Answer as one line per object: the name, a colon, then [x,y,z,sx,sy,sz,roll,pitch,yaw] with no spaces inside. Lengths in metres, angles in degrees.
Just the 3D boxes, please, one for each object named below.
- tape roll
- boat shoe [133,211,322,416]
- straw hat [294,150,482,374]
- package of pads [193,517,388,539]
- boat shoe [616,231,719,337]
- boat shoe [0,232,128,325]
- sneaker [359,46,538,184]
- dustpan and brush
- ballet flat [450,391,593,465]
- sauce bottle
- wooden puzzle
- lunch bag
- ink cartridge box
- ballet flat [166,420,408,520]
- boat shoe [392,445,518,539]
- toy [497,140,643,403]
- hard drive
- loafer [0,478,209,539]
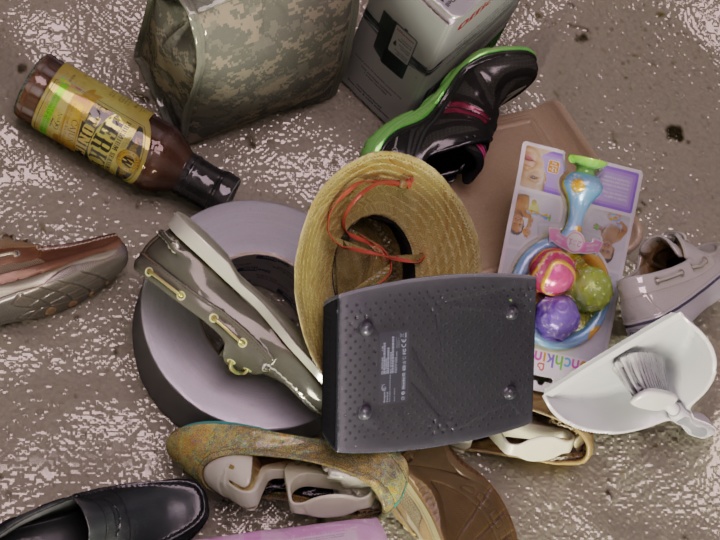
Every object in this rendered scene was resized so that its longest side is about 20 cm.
tape roll: [-0.088,0.046,1.701,0.198,0.066,0.202,5,67,-12]
boat shoe: [-0.094,0.044,1.629,0.060,0.072,0.202,-44,94,3]
straw hat: [0.000,0.000,1.650,0.200,0.085,0.203,-6,100,-37]
package of pads: [-0.078,0.248,1.586,0.198,0.121,0.076,-6,69,-16]
boat shoe: [0.270,-0.001,1.764,0.200,0.070,0.070,-31,103,-54]
boat shoe: [-0.286,0.002,1.667,0.198,0.076,0.072,-18,71,-22]
sneaker: [0.087,-0.119,1.778,0.084,0.077,0.200,41,68,21]
dustpan and brush: [0.252,0.105,1.714,0.139,0.200,0.058,-33,67,18]
ballet flat: [0.104,0.125,1.707,0.198,0.069,0.063,6,30,-12]
sauce bottle: [-0.195,-0.110,1.741,0.199,0.065,0.065,29,64,1]
wooden puzzle: [0.120,-0.058,1.792,0.198,0.037,0.186,-17,52,-16]
lunch bag: [-0.093,-0.210,1.734,0.163,0.200,0.118,-20,74,-20]
ink cartridge box: [0.073,-0.231,1.784,0.083,0.200,0.147,43,64,7]
ballet flat: [-0.062,0.161,1.614,0.198,0.071,0.071,6,65,8]
boat shoe: [0.061,0.186,1.681,0.071,0.064,0.201,-35,96,-31]
toy: [0.173,0.002,1.708,0.114,0.047,0.202,13,83,-18]
hard drive: [0.053,0.069,1.619,0.199,0.042,0.136,-5,100,-36]
loafer: [-0.209,0.206,1.599,0.199,0.071,0.069,-15,70,-20]
